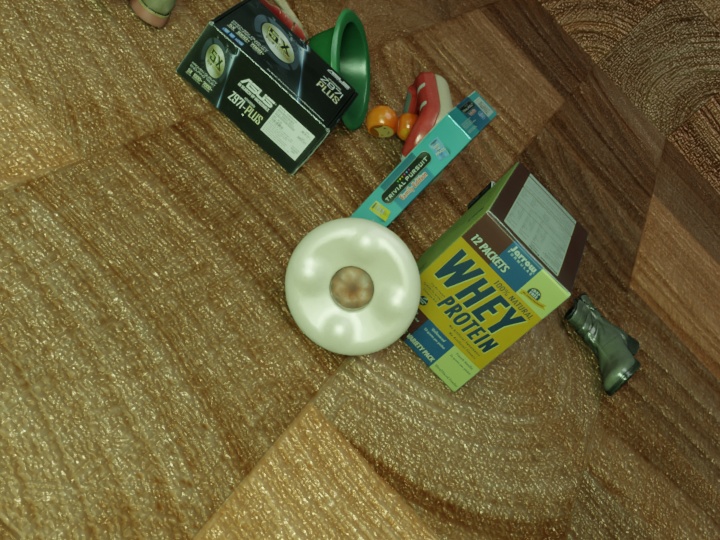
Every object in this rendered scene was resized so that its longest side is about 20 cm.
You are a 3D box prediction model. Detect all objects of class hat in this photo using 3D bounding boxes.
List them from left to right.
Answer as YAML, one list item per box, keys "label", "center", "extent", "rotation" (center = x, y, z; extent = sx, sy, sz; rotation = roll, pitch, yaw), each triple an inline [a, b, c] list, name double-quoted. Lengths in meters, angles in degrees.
- label: "hat"
  center: [-0.089, -0.308, 1.344]
  extent: [0.166, 0.174, 0.203]
  rotation: [53, 41, -62]

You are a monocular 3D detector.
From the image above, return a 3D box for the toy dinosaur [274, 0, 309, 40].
- label: "toy dinosaur"
  center: [-0.140, -0.446, 1.409]
  extent: [0.106, 0.060, 0.201]
  rotation: [-4, 57, -55]

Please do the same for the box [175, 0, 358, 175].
- label: "box"
  center: [-0.117, -0.247, 1.172]
  extent: [0.200, 0.086, 0.164]
  rotation: [42, 29, -8]

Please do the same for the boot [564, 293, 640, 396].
- label: "boot"
  center: [0.369, 0.112, 1.396]
  extent: [0.130, 0.068, 0.200]
  rotation: [43, 22, 3]

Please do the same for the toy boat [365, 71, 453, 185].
- label: "toy boat"
  center: [0.072, -0.222, 1.375]
  extent: [0.129, 0.132, 0.201]
  rotation: [6, 39, -7]

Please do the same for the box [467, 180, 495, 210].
- label: "box"
  center: [0.223, -0.042, 1.385]
  extent: [0.116, 0.060, 0.201]
  rotation: [39, 31, -13]

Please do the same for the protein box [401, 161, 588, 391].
- label: "protein box"
  center: [0.158, 0.004, 1.107]
  extent: [0.135, 0.199, 0.200]
  rotation: [44, 30, -2]

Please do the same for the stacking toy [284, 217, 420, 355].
- label: "stacking toy"
  center: [0.000, 0.000, 1.013]
  extent: [0.146, 0.146, 0.200]
  rotation: [43, 14, -4]

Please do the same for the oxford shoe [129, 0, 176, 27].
- label: "oxford shoe"
  center: [-0.268, -0.407, 1.182]
  extent: [0.070, 0.075, 0.202]
  rotation: [17, 41, -39]

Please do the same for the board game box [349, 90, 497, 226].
- label: "board game box"
  center: [0.083, -0.139, 1.181]
  extent: [0.047, 0.200, 0.151]
  rotation: [45, 29, 0]
